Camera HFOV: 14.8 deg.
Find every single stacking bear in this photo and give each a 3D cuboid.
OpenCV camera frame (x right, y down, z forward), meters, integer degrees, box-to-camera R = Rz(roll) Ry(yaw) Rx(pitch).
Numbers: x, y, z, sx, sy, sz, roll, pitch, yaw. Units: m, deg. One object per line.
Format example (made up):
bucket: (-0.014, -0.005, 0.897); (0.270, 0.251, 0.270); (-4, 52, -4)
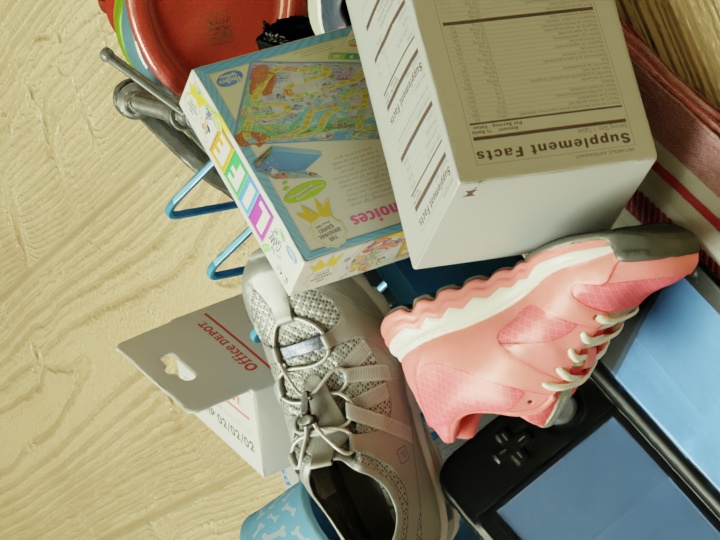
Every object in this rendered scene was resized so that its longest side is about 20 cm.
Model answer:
stacking bear: (-0.121, -0.178, 1.881); (0.200, 0.121, 0.114); (-146, 47, -67)

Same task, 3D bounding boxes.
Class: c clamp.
c clamp: (-0.112, -0.092, 1.787); (0.171, 0.027, 0.200); (40, 173, -13)

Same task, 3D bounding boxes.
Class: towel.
towel: (0.166, -0.021, 1.487); (0.144, 0.023, 0.201); (48, 150, 37)

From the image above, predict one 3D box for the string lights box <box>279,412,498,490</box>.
string lights box: (0.033, 0.125, 1.783); (0.200, 0.102, 0.059); (-11, 102, 67)

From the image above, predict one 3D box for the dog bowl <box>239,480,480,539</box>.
dog bowl: (0.023, 0.176, 1.600); (0.050, 0.199, 0.112); (-49, 41, 23)

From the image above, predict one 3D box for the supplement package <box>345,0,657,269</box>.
supplement package: (0.066, -0.118, 1.451); (0.110, 0.113, 0.201); (116, 144, -64)

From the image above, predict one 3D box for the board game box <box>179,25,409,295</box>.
board game box: (0.017, -0.075, 1.539); (0.135, 0.199, 0.034); (59, 148, 23)

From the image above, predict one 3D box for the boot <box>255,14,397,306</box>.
boot: (-0.003, -0.062, 1.744); (0.200, 0.076, 0.169); (41, 146, 55)

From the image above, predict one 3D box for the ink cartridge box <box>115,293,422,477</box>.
ink cartridge box: (-0.043, 0.062, 1.775); (0.115, 0.199, 0.068); (36, 140, 52)

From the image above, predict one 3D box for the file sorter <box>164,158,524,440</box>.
file sorter: (0.000, 0.000, 1.628); (0.123, 0.139, 0.200); (-42, 75, 28)

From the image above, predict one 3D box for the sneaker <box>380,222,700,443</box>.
sneaker: (0.104, 0.034, 1.451); (0.200, 0.074, 0.087); (-24, 81, 39)

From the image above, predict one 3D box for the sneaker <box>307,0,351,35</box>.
sneaker: (0.000, -0.210, 1.635); (0.084, 0.075, 0.201); (34, 147, 52)

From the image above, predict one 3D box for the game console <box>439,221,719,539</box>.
game console: (0.156, 0.110, 1.455); (0.200, 0.172, 0.119); (48, 171, 24)

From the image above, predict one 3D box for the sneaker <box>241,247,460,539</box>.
sneaker: (-0.009, 0.077, 1.512); (0.074, 0.082, 0.201); (-24, 99, 31)
